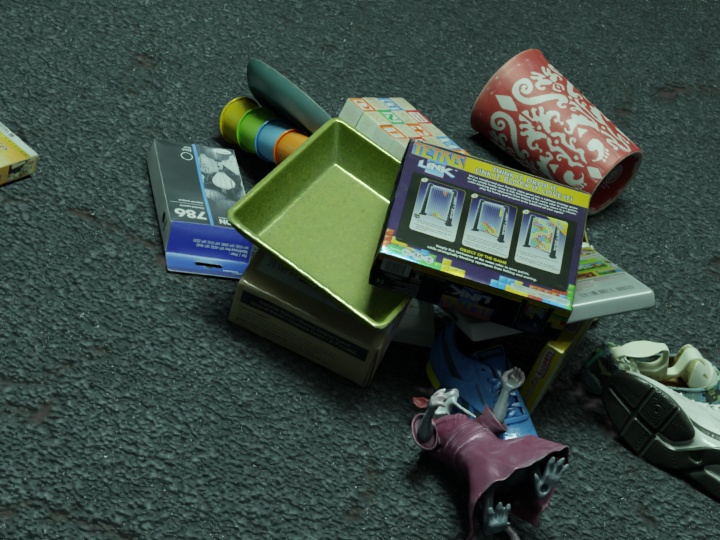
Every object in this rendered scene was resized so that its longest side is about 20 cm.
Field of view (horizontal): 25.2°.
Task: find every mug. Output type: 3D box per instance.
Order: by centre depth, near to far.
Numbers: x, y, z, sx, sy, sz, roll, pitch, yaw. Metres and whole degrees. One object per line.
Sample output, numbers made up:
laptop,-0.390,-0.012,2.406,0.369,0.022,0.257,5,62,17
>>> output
mug,0.273,-0.182,2.103,0.177,0.134,0.200,-23,58,-44

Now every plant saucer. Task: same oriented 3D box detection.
plant saucer,-0.009,-0.041,1.658,0.200,0.048,0.200,36,52,12
plant saucer,-0.065,-0.172,1.896,0.200,0.027,0.200,42,-6,5

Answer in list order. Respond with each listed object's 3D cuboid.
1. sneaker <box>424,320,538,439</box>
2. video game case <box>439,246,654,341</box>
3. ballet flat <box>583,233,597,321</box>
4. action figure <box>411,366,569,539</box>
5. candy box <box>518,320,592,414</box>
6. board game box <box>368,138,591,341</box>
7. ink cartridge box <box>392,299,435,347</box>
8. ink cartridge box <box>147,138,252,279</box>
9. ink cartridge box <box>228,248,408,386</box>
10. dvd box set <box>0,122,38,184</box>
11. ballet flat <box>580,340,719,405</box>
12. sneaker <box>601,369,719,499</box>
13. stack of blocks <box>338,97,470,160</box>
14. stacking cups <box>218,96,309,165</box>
sneaker,0.135,0.130,1.655,0.066,0.079,0.200,-3,44,-35
video game case,0.185,0.023,1.711,0.199,0.023,0.182,-10,18,-11
ballet flat,0.252,-0.022,1.931,0.071,0.071,0.200,10,37,-17
action figure,0.117,0.181,1.574,0.134,0.149,0.200,-4,22,-31
candy box,0.225,0.075,1.755,0.026,0.102,0.200,33,36,9
board game box,0.122,-0.033,1.624,0.199,0.057,0.166,18,49,-1
ink cartridge box,0.000,0.000,1.799,0.160,0.047,0.200,11,53,-17
ink cartridge box,-0.175,-0.070,1.784,0.099,0.039,0.200,7,38,-22
ink cartridge box,-0.023,0.000,1.702,0.164,0.075,0.200,24,50,4
dvd box set,-0.464,-0.126,1.704,0.146,0.029,0.200,39,38,22
ballet flat,0.343,0.113,1.801,0.199,0.074,0.074,4,39,-25
sneaker,0.355,0.167,1.748,0.200,0.076,0.115,37,28,7
stack of blocks,0.071,-0.131,1.964,0.200,0.059,0.115,42,28,26
stacking cups,-0.088,-0.142,1.860,0.060,0.061,0.200,-8,27,-36
